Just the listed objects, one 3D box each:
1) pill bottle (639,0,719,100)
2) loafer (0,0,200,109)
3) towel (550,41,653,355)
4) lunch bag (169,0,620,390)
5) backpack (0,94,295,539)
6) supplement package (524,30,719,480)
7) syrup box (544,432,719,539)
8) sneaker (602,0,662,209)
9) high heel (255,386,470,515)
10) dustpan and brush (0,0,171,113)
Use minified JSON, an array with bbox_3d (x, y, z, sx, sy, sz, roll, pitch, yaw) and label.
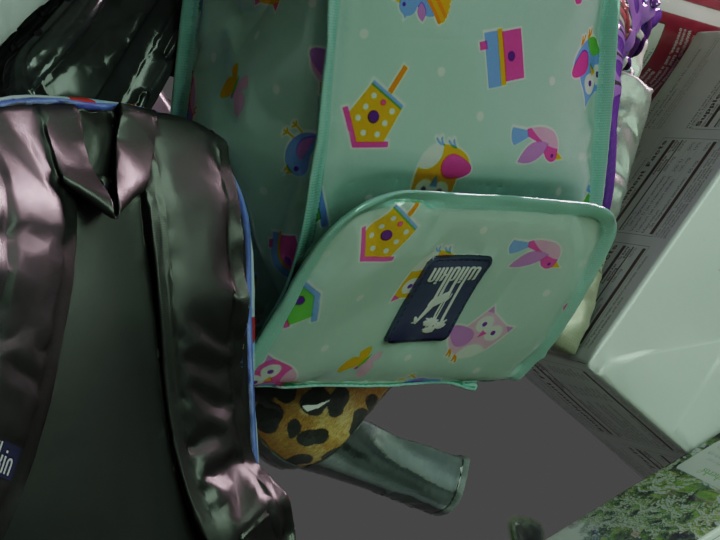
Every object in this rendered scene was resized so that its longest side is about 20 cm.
[{"bbox_3d":[0.153,-0.136,1.233,0.200,0.109,0.110,10,63,-40],"label":"pill bottle"},{"bbox_3d":[-0.083,-0.111,0.956,0.070,0.068,0.201,48,54,-19],"label":"loafer"},{"bbox_3d":[0.050,-0.085,1.054,0.200,0.035,0.193,30,58,-26],"label":"towel"},{"bbox_3d":[0.014,-0.048,0.930,0.170,0.122,0.201,0,96,-41],"label":"lunch bag"},{"bbox_3d":[-0.123,0.031,0.832,0.200,0.154,0.191,5,94,-45],"label":"backpack"},{"bbox_3d":[0.191,0.006,1.136,0.156,0.111,0.200,41,78,-22],"label":"supplement package"},{"bbox_3d":[0.147,0.142,1.030,0.200,0.079,0.082,-30,108,-14],"label":"syrup box"},{"bbox_3d":[0.105,-0.104,1.037,0.083,0.081,0.201,19,65,-35],"label":"sneaker"},{"bbox_3d":[0.000,0.000,1.042,0.142,0.071,0.201,25,62,-40],"label":"high heel"},{"bbox_3d":[-0.097,-0.033,0.991,0.200,0.057,0.140,17,60,-30],"label":"dustpan and brush"}]
